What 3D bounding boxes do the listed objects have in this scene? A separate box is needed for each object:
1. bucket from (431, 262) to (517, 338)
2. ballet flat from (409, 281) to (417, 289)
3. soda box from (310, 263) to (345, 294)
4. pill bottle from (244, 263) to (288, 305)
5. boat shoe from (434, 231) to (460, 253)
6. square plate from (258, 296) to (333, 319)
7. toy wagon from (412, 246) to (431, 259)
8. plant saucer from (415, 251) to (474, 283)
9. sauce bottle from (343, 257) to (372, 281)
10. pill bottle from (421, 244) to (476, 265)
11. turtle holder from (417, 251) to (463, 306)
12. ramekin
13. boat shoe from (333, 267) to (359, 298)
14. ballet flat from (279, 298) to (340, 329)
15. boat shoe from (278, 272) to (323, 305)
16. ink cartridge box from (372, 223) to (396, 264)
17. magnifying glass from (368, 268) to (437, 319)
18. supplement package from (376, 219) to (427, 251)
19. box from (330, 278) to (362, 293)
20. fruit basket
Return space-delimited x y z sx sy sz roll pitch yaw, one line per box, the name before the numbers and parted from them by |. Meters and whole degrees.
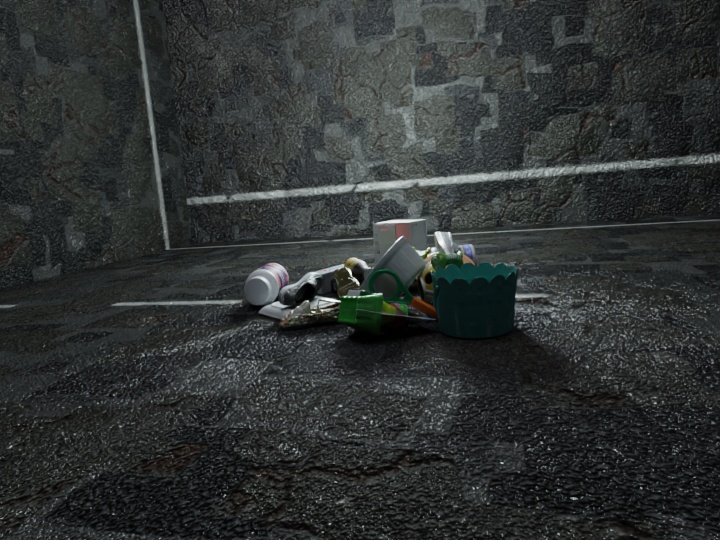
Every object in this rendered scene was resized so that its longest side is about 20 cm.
bucket | 0.261 0.065 1.222 0.200 0.139 0.207 -4 9 1
ballet flat | 0.184 0.035 1.715 0.194 0.048 0.067 -6 10 -9
soda box | -0.092 0.027 1.836 0.062 0.071 0.198 4 13 37
pill bottle | -0.302 0.047 1.692 0.108 0.115 0.200 -3 10 7
boat shoe | 0.282 -0.060 1.664 0.066 0.074 0.201 -9 28 -1
square plate | -0.168 0.105 1.540 0.195 0.029 0.197 -13 13 -39
toy wagon | 0.139 -0.027 1.702 0.195 0.040 0.155 -15 18 29
plant saucer | 0.264 0.000 1.666 0.194 0.033 0.203 -6 36 4
sauce bottle | 0.000 0.000 1.690 0.064 0.068 0.199 -8 9 -18
pill bottle | 0.288 -0.023 1.804 0.193 0.118 0.114 -5 9 0
turtle holder | 0.219 0.033 1.379 0.128 0.145 0.186 -14 -7 -4
ramekin | 0.087 0.018 1.427 0.097 0.202 0.200 40 19 7
boat shoe | -0.038 0.060 1.620 0.070 0.068 0.202 -17 30 -6
ballet flat | -0.117 0.107 1.387 0.194 0.066 0.076 -7 13 -13
boat shoe | -0.154 0.056 1.536 0.065 0.072 0.199 9 16 28
ink cartridge box | 0.102 -0.062 1.855 0.107 0.207 0.050 4 12 41
magnifying glass | 0.110 0.065 1.327 0.196 0.081 0.022 29 8 2
supplement package | 0.153 -0.076 1.917 0.153 0.207 0.109 3 12 40
box | 0.022 0.040 1.779 0.197 0.045 0.158 -14 13 -43
fruit basket | 0.052 0.097 1.266 0.194 0.097 0.184 2 -3 -24
